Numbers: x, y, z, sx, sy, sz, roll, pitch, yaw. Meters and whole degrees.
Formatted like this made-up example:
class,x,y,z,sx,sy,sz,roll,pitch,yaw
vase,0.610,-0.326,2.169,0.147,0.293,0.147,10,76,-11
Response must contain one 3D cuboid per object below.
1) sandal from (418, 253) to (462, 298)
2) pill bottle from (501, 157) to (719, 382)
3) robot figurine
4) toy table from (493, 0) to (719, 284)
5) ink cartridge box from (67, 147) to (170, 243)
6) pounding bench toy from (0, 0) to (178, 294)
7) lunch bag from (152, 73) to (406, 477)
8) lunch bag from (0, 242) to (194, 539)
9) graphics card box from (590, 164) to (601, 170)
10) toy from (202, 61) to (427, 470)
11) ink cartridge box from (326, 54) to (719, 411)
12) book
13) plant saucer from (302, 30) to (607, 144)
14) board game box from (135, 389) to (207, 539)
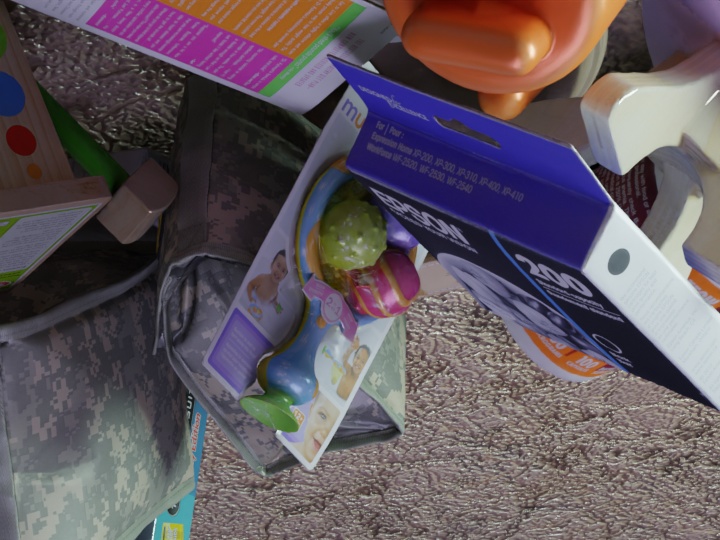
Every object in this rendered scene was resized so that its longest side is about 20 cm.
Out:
class,x,y,z,sx,sy,sz,roll,pitch,yaw
sandal,0.087,0.010,1.762,0.211,0.070,0.078,-14,154,15
pill bottle,0.183,-0.020,1.554,0.114,0.115,0.200,18,145,-40
robot figurine,0.080,-0.160,1.277,0.116,0.144,0.200,-28,-168,28
toy table,0.170,-0.069,1.357,0.183,0.117,0.200,28,157,43
ink cartridge box,-0.159,-0.025,1.689,0.199,0.057,0.162,1,164,39
pounding bench toy,-0.211,-0.079,1.429,0.199,0.157,0.124,-11,162,-40
lunch bag,-0.058,-0.006,1.536,0.117,0.165,0.200,-17,133,21
lunch bag,-0.184,0.084,1.546,0.117,0.165,0.200,1,-166,18
graphics card box,0.116,-0.067,1.631,0.199,0.051,0.126,5,152,-19
toy,0.000,0.000,1.442,0.047,0.201,0.115,12,155,43
ink cartridge box,0.083,-0.019,1.349,0.198,0.043,0.200,25,164,49
book,-0.088,-0.154,1.374,0.199,0.048,0.134,21,147,-21
plant saucer,0.038,-0.125,1.463,0.199,0.030,0.201,3,141,2
board game box,-0.177,0.109,1.715,0.150,0.201,0.047,-1,163,29
